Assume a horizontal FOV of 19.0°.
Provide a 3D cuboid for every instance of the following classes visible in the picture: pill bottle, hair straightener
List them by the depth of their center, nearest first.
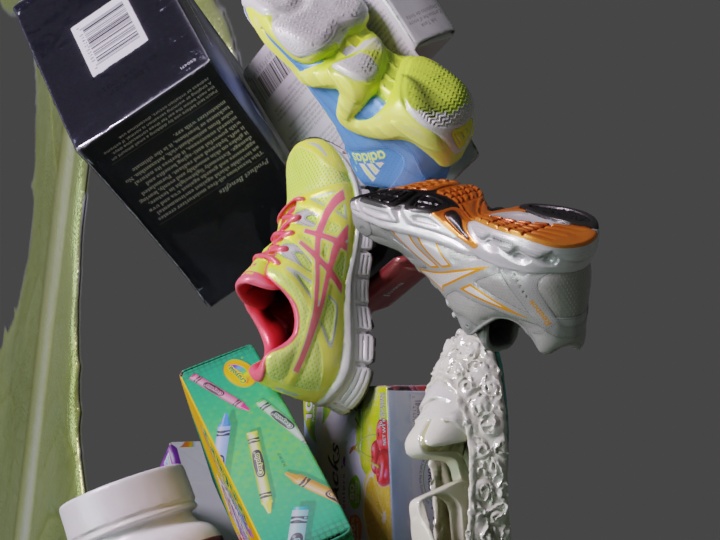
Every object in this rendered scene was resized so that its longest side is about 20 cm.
[{"bbox_3d":[-0.139,0.248,1.532,0.114,0.114,0.201,-37,71,59],"label":"pill bottle"},{"bbox_3d":[0.000,0.000,1.539,0.200,0.041,0.077,130,136,-59],"label":"hair straightener"}]

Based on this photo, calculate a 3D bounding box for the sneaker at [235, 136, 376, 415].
[{"bbox_3d":[-0.042,-0.004,1.467,0.078,0.090,0.201,134,138,-54],"label":"sneaker"}]

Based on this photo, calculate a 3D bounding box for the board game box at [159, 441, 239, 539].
[{"bbox_3d":[-0.121,0.236,1.704,0.200,0.104,0.103,116,145,-41],"label":"board game box"}]

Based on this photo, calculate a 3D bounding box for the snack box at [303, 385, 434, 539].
[{"bbox_3d":[0.012,0.181,1.485,0.142,0.053,0.201,168,102,-65],"label":"snack box"}]

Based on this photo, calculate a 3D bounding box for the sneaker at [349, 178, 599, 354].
[{"bbox_3d":[0.064,0.001,1.327,0.200,0.075,0.092,19,116,49],"label":"sneaker"}]

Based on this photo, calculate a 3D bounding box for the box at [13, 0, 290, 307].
[{"bbox_3d":[-0.142,-0.118,1.624,0.199,0.123,0.200,54,-176,-44],"label":"box"}]

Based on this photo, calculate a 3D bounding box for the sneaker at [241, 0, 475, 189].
[{"bbox_3d":[-0.011,-0.116,1.430,0.200,0.076,0.105,41,141,30],"label":"sneaker"}]

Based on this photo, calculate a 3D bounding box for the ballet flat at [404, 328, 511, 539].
[{"bbox_3d":[0.062,0.134,1.369,0.072,0.071,0.201,153,115,-62],"label":"ballet flat"}]

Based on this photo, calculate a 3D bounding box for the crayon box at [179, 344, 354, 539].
[{"bbox_3d":[-0.055,0.159,1.447,0.200,0.058,0.119,-122,14,-48],"label":"crayon box"}]

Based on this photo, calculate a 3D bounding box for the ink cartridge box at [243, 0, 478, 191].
[{"bbox_3d":[0.009,-0.119,1.507,0.174,0.043,0.200,58,147,8],"label":"ink cartridge box"}]
